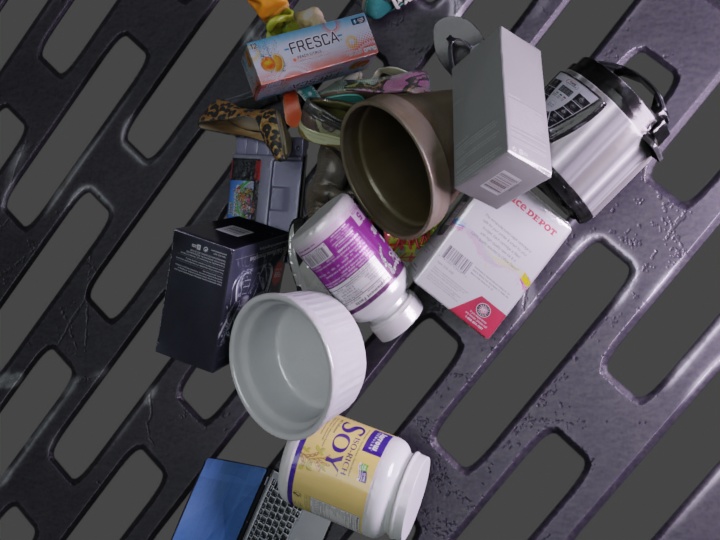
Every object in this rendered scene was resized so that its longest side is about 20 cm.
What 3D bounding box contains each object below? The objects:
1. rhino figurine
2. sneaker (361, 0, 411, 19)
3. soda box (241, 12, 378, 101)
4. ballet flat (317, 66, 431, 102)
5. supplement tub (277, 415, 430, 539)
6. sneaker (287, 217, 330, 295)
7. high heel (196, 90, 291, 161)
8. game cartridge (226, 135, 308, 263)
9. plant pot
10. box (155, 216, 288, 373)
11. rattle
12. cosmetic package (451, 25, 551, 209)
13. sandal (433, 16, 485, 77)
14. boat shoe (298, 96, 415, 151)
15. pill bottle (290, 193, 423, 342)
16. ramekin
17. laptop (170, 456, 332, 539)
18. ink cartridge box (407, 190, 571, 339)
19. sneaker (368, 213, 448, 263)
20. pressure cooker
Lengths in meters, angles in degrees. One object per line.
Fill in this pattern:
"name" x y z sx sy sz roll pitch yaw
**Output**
"rhino figurine" -0.043 -0.127 1.276 0.085 0.060 0.205 17 92 13
"sneaker" 0.090 -0.457 1.254 0.199 0.071 0.080 -43 72 8
"soda box" -0.076 -0.320 1.209 0.196 0.063 0.070 -20 86 -20
"ballet flat" 0.017 -0.284 1.270 0.195 0.069 0.073 -1 68 19
"supplement tub" -0.008 0.301 1.189 0.195 0.145 0.149 16 90 17
"sneaker" -0.063 0.014 1.258 0.078 0.074 0.205 -13 104 6
"high heel" -0.185 -0.213 1.281 0.140 0.072 0.202 -22 46 2
"game cartridge" -0.156 -0.117 1.323 0.126 0.038 0.206 4 87 13
"plant pot" 0.094 -0.174 1.154 0.172 0.201 0.201 -31 74 -29
"box" -0.202 0.029 1.221 0.102 0.199 0.187 17 105 16
"rattle" -0.122 -0.347 1.249 0.127 0.144 0.205 0 61 16
"cosmetic package" 0.181 -0.200 1.057 0.106 0.089 0.205 -31 46 49
"sandal" 0.170 -0.303 1.233 0.075 0.043 0.204 -26 79 13
"boat shoe" 0.005 -0.223 1.226 0.195 0.067 0.073 5 46 -10
"pill bottle" 0.000 0.000 1.158 0.112 0.113 0.201 -37 102 10
"ramekin" -0.085 0.125 1.137 0.197 0.097 0.206 9 105 36
"laptop" -0.170 0.412 1.244 0.197 0.116 0.191 26 94 17
"ink cartridge box" 0.182 -0.030 1.164 0.147 0.086 0.201 37 95 -10
"sneaker" 0.064 -0.048 1.222 0.195 0.090 0.080 -7 82 14
"pressure cooker" 0.317 -0.192 1.117 0.200 0.179 0.176 -44 91 9
